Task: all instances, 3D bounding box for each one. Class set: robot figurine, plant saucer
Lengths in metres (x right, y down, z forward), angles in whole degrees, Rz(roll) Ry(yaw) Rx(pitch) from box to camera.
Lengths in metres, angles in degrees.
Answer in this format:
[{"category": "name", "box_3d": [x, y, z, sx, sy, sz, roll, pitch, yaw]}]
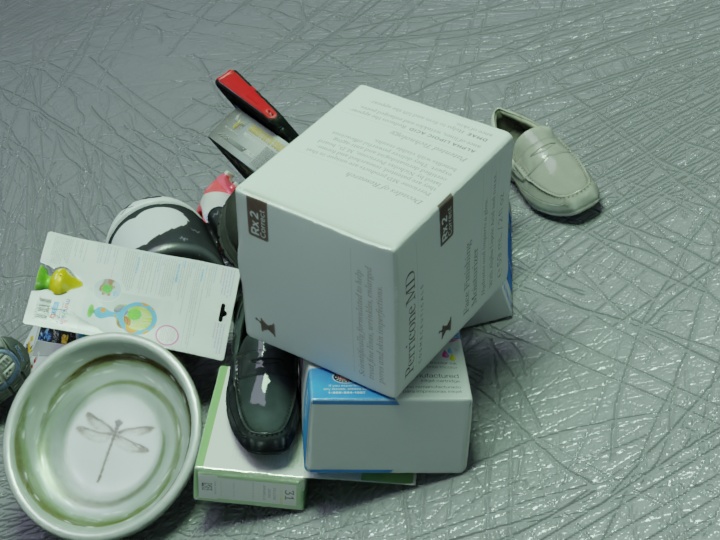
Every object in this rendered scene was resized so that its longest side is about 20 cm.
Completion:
[{"category": "robot figurine", "box_3d": [-0.211, -0.002, 1.794, 0.149, 0.125, 0.200, 4, 26, -19]}, {"category": "plant saucer", "box_3d": [-0.237, 0.160, 1.560, 0.199, 0.050, 0.201, -5, 69, 14]}]

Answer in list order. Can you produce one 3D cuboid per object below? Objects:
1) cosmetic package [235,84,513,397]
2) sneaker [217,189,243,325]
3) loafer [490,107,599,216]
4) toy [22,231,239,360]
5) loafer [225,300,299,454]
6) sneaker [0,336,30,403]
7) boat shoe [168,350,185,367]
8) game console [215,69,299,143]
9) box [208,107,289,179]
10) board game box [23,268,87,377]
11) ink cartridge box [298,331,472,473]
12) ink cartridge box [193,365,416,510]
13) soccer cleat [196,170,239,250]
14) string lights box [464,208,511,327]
[{"category": "cosmetic package", "box_3d": [0.015, -0.030, 1.448, 0.164, 0.166, 0.200, 21, 44, 26]}, {"category": "sneaker", "box_3d": [-0.091, -0.014, 1.713, 0.091, 0.076, 0.201, -47, 47, 41]}, {"category": "loafer", "box_3d": [0.189, -0.117, 1.762, 0.070, 0.070, 0.200, -30, 32, -11]}, {"category": "toy", "box_3d": [-0.229, 0.034, 1.663, 0.199, 0.047, 0.116, 13, 52, -7]}, {"category": "loafer", "box_3d": [-0.091, 0.087, 1.521, 0.068, 0.071, 0.201, 0, 37, -5]}, {"category": "sneaker", "box_3d": [-0.436, 0.152, 1.774, 0.200, 0.075, 0.087, -41, 10, -14]}, {"category": "boat shoe", "box_3d": [-0.245, 0.161, 1.633, 0.200, 0.073, 0.063, -42, 42, -9]}, {"category": "game console", "box_3d": [-0.074, -0.131, 1.835, 0.031, 0.200, 0.177, -42, 34, 0]}, {"category": "box", "box_3d": [-0.065, -0.079, 1.777, 0.048, 0.159, 0.200, -44, 36, -6]}, {"category": "board game box", "box_3d": [-0.304, 0.095, 1.732, 0.127, 0.034, 0.200, -61, 31, 11]}, {"category": "ink cartridge box", "box_3d": [0.018, 0.091, 1.507, 0.144, 0.085, 0.200, 0, 31, -5]}, {"category": "ink cartridge box", "box_3d": [-0.045, 0.156, 1.528, 0.199, 0.048, 0.146, 6, 36, 2]}, {"category": "soccer cleat", "box_3d": [-0.138, -0.041, 1.883, 0.077, 0.067, 0.200, -51, 35, 13]}, {"category": "string lights box", "box_3d": [0.099, -0.022, 1.689, 0.102, 0.059, 0.200, -15, 32, 15]}]
